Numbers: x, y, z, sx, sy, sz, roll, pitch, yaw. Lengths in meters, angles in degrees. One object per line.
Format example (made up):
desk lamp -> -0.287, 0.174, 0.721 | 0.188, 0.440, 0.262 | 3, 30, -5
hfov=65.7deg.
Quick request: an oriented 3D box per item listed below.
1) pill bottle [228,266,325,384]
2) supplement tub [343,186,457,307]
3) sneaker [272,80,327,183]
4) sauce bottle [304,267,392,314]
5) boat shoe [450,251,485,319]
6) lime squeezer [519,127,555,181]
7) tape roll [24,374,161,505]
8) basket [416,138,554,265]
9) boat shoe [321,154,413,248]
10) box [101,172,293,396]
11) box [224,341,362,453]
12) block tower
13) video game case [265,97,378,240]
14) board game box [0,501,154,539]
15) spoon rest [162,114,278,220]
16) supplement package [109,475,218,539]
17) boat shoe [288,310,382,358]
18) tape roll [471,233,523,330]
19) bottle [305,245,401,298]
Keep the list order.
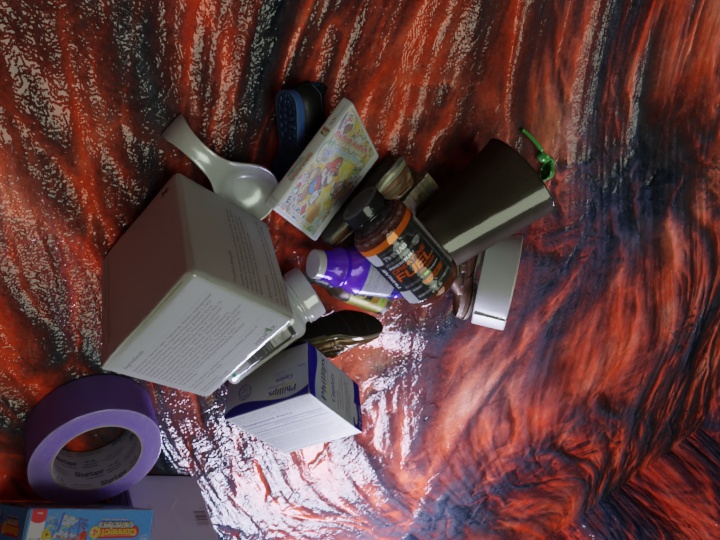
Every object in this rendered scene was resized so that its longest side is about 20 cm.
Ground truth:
pill bottle -> -0.164, 0.090, 0.952 | 0.198, 0.113, 0.114 | -35, 134, -10
supplement tub -> 0.061, -0.039, 0.903 | 0.107, 0.107, 0.200 | -45, 112, 1
sneaker -> -0.085, -0.186, 0.847 | 0.077, 0.070, 0.202 | -32, 147, -37
sauce bottle -> -0.020, 0.031, 1.047 | 0.198, 0.065, 0.065 | 22, 107, -44
boat shoe -> 0.213, 0.014, 1.204 | 0.067, 0.072, 0.204 | -2, 115, -13
lime squeezer -> 0.374, -0.225, 1.176 | 0.069, 0.038, 0.202 | -10, 134, 10
tape roll -> -0.435, 0.277, 0.913 | 0.197, 0.085, 0.203 | -19, 129, -25
basket -> 0.207, -0.110, 0.995 | 0.199, 0.181, 0.136 | -36, 146, 0
boat shoe -> 0.017, -0.108, 0.962 | 0.200, 0.076, 0.072 | -44, 120, 1
box -> -0.232, 0.025, 0.772 | 0.199, 0.201, 0.170 | -41, 136, 19
box -> -0.121, 0.244, 1.045 | 0.181, 0.106, 0.200 | -21, 139, 19
block tower -> 0.055, -0.097, 1.019 | 0.200, 0.058, 0.054 | -48, 135, 5
video game case -> -0.050, -0.144, 0.858 | 0.183, 0.023, 0.200 | -53, 164, 0
board game box -> -0.477, 0.415, 0.914 | 0.198, 0.194, 0.057 | 23, 61, -42
spoon rest -> -0.195, -0.137, 0.811 | 0.100, 0.061, 0.200 | -47, 134, 2
supplement package -> -0.366, 0.496, 1.030 | 0.154, 0.200, 0.112 | 22, 108, -42
boat shoe -> -0.053, 0.129, 1.087 | 0.196, 0.072, 0.069 | -2, 129, -24
tape roll -> 0.286, 0.020, 1.169 | 0.202, 0.069, 0.207 | 13, 90, -78
bottle -> 0.000, 0.000, 0.964 | 0.197, 0.065, 0.085 | 7, 113, -36
